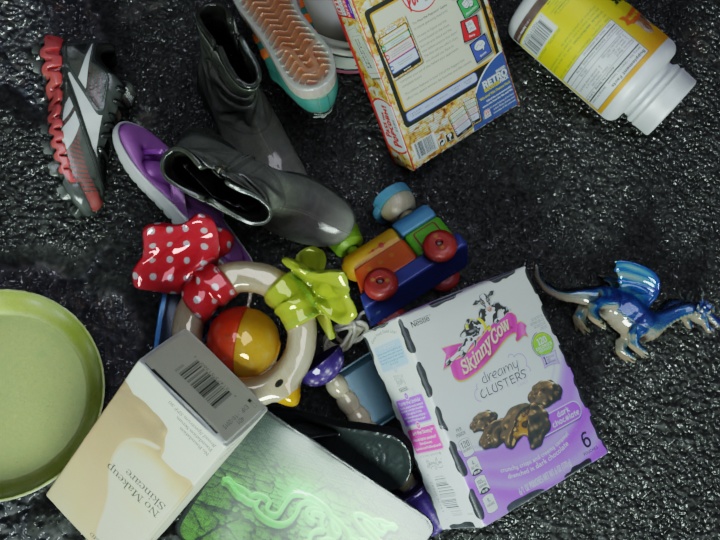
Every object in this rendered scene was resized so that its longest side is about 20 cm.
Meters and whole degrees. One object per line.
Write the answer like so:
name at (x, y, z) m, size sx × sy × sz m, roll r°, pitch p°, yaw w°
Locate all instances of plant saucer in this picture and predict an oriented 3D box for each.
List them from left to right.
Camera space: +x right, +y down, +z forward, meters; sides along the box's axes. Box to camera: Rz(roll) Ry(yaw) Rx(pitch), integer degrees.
plant saucer at (-0.342, 0.118, 0.885) m, size 0.199 × 0.031 × 0.201 m, roll 2°, pitch 73°, yaw -6°
plant saucer at (0.064, 0.091, 0.955) m, size 0.199 × 0.019 × 0.070 m, roll -31°, pitch 79°, yaw -16°

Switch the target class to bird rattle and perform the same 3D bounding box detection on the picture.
bird rattle at (-0.106, 0.037, 0.824) m, size 0.199 × 0.113 × 0.164 m, roll 10°, pitch 82°, yaw -8°

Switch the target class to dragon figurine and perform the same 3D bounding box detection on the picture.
dragon figurine at (0.275, 0.028, 0.981) m, size 0.199 × 0.059 × 0.100 m, roll 32°, pitch 72°, yaw 2°

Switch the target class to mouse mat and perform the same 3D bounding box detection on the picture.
mouse mat at (-0.054, 0.235, 0.850) m, size 0.200 × 0.008 × 0.161 m, roll 33°, pitch 105°, yaw -1°

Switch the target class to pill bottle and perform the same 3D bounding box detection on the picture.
pill bottle at (0.270, -0.245, 1.038) m, size 0.200 × 0.109 × 0.109 m, roll 43°, pitch 72°, yaw 6°

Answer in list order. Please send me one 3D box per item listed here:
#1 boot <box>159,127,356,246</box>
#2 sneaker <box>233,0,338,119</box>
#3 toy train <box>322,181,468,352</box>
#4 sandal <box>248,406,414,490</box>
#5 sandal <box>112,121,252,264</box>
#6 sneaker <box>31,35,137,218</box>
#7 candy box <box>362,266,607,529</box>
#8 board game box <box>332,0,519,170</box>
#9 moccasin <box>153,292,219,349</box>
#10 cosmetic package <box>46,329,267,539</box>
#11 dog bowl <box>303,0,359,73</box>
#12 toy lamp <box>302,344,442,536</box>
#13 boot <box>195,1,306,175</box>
boot at (-0.092, -0.062, 0.865) m, size 0.199 × 0.131 × 0.068 m, roll 26°, pitch 103°, yaw -15°
sneaker at (-0.079, -0.238, 0.944) m, size 0.071 × 0.080 × 0.201 m, roll -21°, pitch 68°, yaw -7°
toy train at (0.000, 0.000, 0.950) m, size 0.200 × 0.085 × 0.116 m, roll -32°, pitch 63°, yaw -8°
sandal at (-0.052, 0.168, 0.858) m, size 0.199 × 0.048 × 0.076 m, roll -1°, pitch 106°, yaw 18°
sandal at (-0.168, -0.078, 0.941) m, size 0.050 × 0.082 × 0.203 m, roll -39°, pitch 91°, yaw 23°
sneaker at (-0.275, -0.153, 0.955) m, size 0.097 × 0.071 × 0.201 m, roll -9°, pitch 73°, yaw -8°
candy box at (0.119, 0.117, 0.889) m, size 0.167 × 0.071 × 0.201 m, roll -20°, pitch 84°, yaw -32°
board game box at (0.072, -0.230, 0.977) m, size 0.151 × 0.046 × 0.201 m, roll -32°, pitch 121°, yaw -16°
moccasin at (-0.166, 0.082, 0.905) m, size 0.068 × 0.080 × 0.201 m, roll 4°, pitch 87°, yaw -10°
cosmetic package at (-0.180, 0.158, 0.808) m, size 0.105 × 0.200 × 0.071 m, roll 42°, pitch 31°, yaw 6°
dog bowl at (-0.013, -0.309, 1.038) m, size 0.199 × 0.074 × 0.201 m, roll 2°, pitch 74°, yaw -7°
toy lamp at (0.017, 0.166, 0.890) m, size 0.058 × 0.058 × 0.200 m, roll -38°, pitch 97°, yaw -17°
boot at (-0.114, -0.160, 0.940) m, size 0.068 × 0.131 × 0.201 m, roll -29°, pitch 79°, yaw -14°
